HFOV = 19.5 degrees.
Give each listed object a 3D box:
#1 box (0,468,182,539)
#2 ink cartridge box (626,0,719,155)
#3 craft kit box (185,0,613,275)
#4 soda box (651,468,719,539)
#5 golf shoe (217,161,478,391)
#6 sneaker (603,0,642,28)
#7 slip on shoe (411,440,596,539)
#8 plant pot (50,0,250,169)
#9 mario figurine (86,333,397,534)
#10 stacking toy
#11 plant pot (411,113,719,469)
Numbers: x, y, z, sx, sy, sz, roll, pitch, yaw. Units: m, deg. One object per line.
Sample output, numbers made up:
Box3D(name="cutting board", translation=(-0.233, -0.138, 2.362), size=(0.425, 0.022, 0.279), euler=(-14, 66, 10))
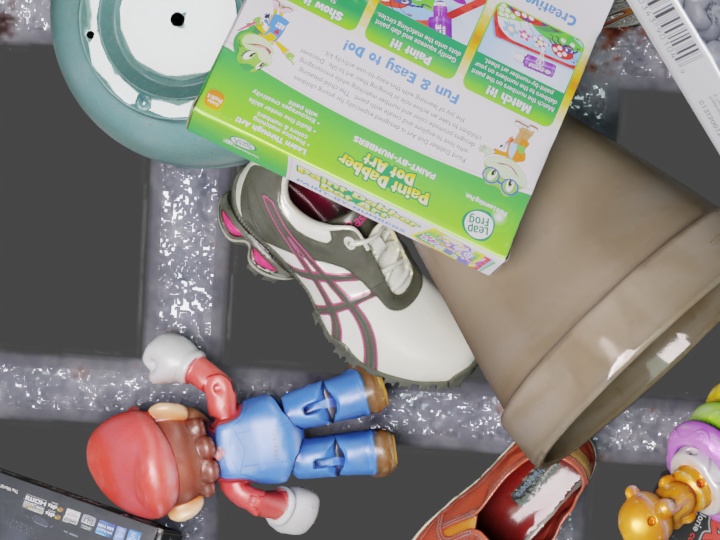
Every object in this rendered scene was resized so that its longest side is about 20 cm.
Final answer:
Box3D(name="box", translation=(-0.235, 0.215, 1.371), size=(0.199, 0.044, 0.161), euler=(18, 85, 16))
Box3D(name="ink cartridge box", translation=(0.272, -0.145, 1.271), size=(0.200, 0.043, 0.199), euler=(-36, 97, -33))
Box3D(name="craft kit box", translation=(0.029, -0.128, 1.218), size=(0.199, 0.049, 0.198), euler=(26, 71, -4))
Box3D(name="soda box", translation=(0.190, 0.218, 1.328), size=(0.071, 0.063, 0.200), euler=(30, 66, -2))
Box3D(name="golf shoe", translation=(0.000, 0.000, 1.333), size=(0.200, 0.088, 0.077), euler=(38, 55, -4))
Box3D(name="sneaker", translation=(0.152, -0.180, 1.310), size=(0.199, 0.082, 0.078), euler=(-15, 97, 5))
Box3D(name="slip on shoe", translation=(0.081, 0.183, 1.378), size=(0.074, 0.061, 0.200), euler=(40, 100, -4))
Box3D(name="plant pot", translation=(-0.105, -0.156, 1.304), size=(0.199, 0.134, 0.201), euler=(1, 99, 4))
Box3D(name="mario figurine", translation=(-0.081, 0.107, 1.383), size=(0.199, 0.106, 0.124), euler=(-8, 62, -6))
Box3D(name="stacking toy", translation=(0.233, 0.114, 1.291), size=(0.200, 0.110, 0.116), euler=(-31, 92, -26))
Box3D(name="plant pot", translation=(0.126, -0.007, 1.296), size=(0.200, 0.200, 0.174), euler=(-44, 78, 8))
